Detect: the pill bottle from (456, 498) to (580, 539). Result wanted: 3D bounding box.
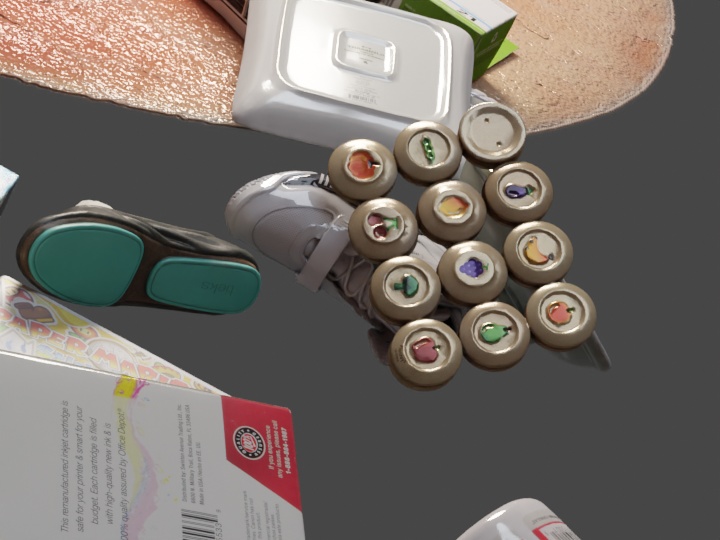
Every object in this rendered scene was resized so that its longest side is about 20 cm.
[{"bbox_3d":[0.129,0.235,1.115,0.200,0.112,0.112,44,32,25],"label":"pill bottle"}]

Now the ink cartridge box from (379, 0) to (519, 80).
[{"bbox_3d":[0.078,-0.260,1.896,0.148,0.076,0.200,35,30,10],"label":"ink cartridge box"}]

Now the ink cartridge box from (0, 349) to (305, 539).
[{"bbox_3d":[-0.136,0.132,1.036,0.199,0.083,0.146,13,43,-21],"label":"ink cartridge box"}]

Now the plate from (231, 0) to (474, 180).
[{"bbox_3d":[0.001,-0.167,1.607,0.199,0.032,0.200,14,42,-8],"label":"plate"}]

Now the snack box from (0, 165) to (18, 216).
[{"bbox_3d":[-0.302,-0.032,1.225,0.116,0.037,0.200,27,29,-4],"label":"snack box"}]

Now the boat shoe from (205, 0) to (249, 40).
[{"bbox_3d":[-0.081,-0.249,1.724,0.074,0.068,0.199,-27,60,-37],"label":"boat shoe"}]

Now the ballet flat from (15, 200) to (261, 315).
[{"bbox_3d":[-0.156,-0.009,1.302,0.200,0.068,0.068,15,20,-45],"label":"ballet flat"}]

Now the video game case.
[{"bbox_3d":[-0.160,0.095,1.168,0.200,0.023,0.182,28,28,-3],"label":"video game case"}]

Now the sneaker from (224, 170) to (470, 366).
[{"bbox_3d":[0.000,0.000,1.410,0.199,0.075,0.115,19,28,-23],"label":"sneaker"}]

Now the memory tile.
[{"bbox_3d":[0.071,-0.020,1.374,0.153,0.017,0.200,-14,65,-11],"label":"memory tile"}]

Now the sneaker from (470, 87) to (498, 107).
[{"bbox_3d":[0.036,-0.115,1.649,0.199,0.075,0.082,8,43,-16],"label":"sneaker"}]

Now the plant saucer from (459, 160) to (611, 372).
[{"bbox_3d":[0.120,0.000,1.490,0.200,0.050,0.200,58,4,-6],"label":"plant saucer"}]

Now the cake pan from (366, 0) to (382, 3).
[{"bbox_3d":[-0.065,-0.297,1.749,0.200,0.200,0.037,36,73,12],"label":"cake pan"}]
